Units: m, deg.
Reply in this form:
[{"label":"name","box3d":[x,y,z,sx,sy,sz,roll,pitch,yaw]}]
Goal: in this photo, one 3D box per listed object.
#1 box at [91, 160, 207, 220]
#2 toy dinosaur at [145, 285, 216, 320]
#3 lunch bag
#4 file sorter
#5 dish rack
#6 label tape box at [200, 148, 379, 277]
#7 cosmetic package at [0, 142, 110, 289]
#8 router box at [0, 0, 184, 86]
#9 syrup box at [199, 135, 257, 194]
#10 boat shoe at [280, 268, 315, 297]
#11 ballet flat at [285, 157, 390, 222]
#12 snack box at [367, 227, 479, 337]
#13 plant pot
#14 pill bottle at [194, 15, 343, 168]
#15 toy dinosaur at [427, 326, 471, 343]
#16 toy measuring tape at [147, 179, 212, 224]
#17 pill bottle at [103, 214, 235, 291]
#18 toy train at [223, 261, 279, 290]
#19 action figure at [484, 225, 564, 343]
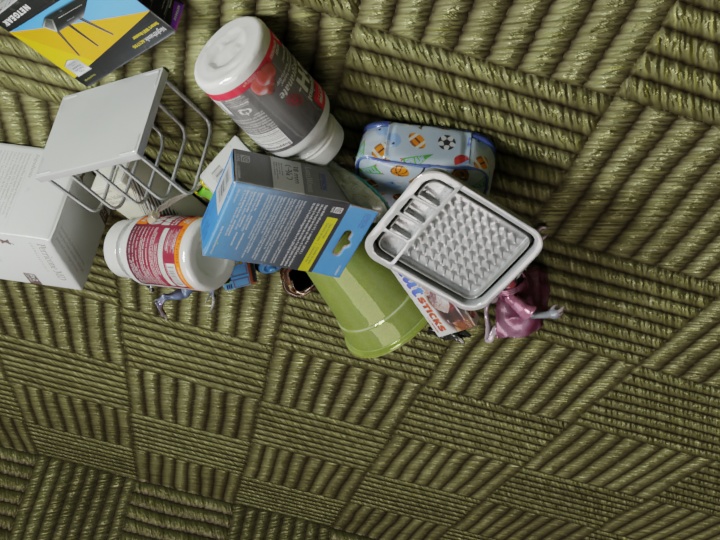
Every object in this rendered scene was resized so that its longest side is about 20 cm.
[{"label":"box","box3d":[-0.325,-0.107,1.549,0.081,0.069,0.200,-10,145,37]},{"label":"toy dinosaur","box3d":[-0.271,0.010,1.653,0.180,0.106,0.200,-29,169,-6]},{"label":"lunch bag","box3d":[0.083,-0.131,1.340,0.197,0.076,0.161,9,154,5]},{"label":"file sorter","box3d":[-0.329,-0.172,1.366,0.198,0.140,0.124,-7,148,31]},{"label":"dish rack","box3d":[0.124,-0.045,1.290,0.199,0.044,0.172,29,127,-15]},{"label":"label tape box","box3d":[-0.096,-0.071,1.281,0.198,0.064,0.145,10,138,-24]},{"label":"cosmetic package","box3d":[-0.538,-0.089,1.565,0.197,0.167,0.165,8,152,8]},{"label":"router box","box3d":[-0.336,-0.319,1.195,0.199,0.052,0.149,-16,142,41]},{"label":"syrup box","box3d":[-0.124,-0.095,1.378,0.200,0.082,0.079,40,-176,-44]},{"label":"boat shoe","box3d":[-0.101,0.004,1.657,0.070,0.071,0.200,14,152,-6]},{"label":"ballet flat","box3d":[-0.048,-0.117,1.330,0.200,0.072,0.072,41,160,23]},{"label":"snack box","box3d":[0.094,0.010,1.422,0.071,0.024,0.201,-19,117,38]},{"label":"plant pot","box3d":[0.000,0.000,1.512,0.199,0.201,0.190,-15,130,40]},{"label":"pill bottle","box3d":[-0.108,-0.215,1.228,0.110,0.112,0.200,-9,145,33]},{"label":"toy dinosaur","box3d":[0.136,0.036,1.605,0.198,0.103,0.136,6,141,22]},{"label":"toy measuring tape","box3d":[-0.211,-0.100,1.401,0.073,0.199,0.074,31,141,30]},{"label":"pill bottle","box3d":[-0.293,-0.029,1.473,0.198,0.111,0.110,5,152,37]},{"label":"toy train","box3d":[-0.186,-0.048,1.549,0.113,0.087,0.201,-17,152,-9]},{"label":"action figure","box3d":[0.232,0.021,1.481,0.147,0.136,0.200,-12,158,19]}]
